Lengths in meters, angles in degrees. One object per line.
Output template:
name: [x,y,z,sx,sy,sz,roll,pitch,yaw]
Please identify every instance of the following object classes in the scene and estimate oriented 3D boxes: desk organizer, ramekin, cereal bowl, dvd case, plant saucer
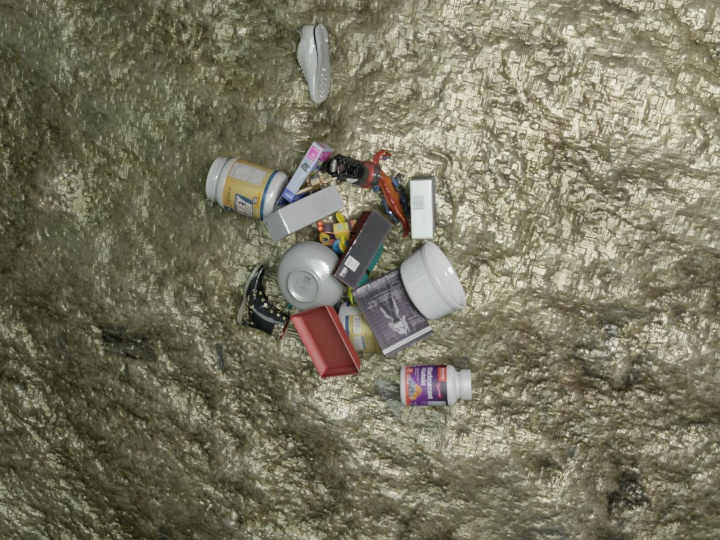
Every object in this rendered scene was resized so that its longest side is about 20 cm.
desk organizer: [-0.004,-0.057,1.570,0.071,0.077,0.202,34,82,-21]
ramekin: [0.190,0.032,1.583,0.097,0.200,0.202,-30,95,21]
cereal bowl: [-0.142,0.028,1.614,0.196,0.083,0.204,6,111,15]
dvd case: [0.083,0.109,1.562,0.147,0.016,0.202,-25,73,-14]
plant saucer: [-0.089,0.188,1.603,0.199,0.036,0.202,-19,99,54]

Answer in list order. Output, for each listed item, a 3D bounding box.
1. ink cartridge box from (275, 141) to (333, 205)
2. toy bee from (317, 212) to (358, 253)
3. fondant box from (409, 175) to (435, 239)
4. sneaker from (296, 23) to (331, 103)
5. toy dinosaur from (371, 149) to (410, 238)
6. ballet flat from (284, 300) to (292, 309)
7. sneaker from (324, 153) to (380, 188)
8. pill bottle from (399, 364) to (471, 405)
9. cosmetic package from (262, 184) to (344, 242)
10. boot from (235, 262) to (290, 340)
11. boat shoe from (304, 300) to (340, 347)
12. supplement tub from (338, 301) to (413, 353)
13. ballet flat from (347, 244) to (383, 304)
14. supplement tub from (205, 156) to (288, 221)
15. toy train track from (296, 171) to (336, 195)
ink cartridge box: [-0.151,-0.255,1.622,0.042,0.119,0.201,37,105,3]
toy bee: [-0.070,-0.095,1.636,0.198,0.109,0.132,-34,52,-1]
fondant box: [0.165,-0.168,1.541,0.057,0.200,0.147,-1,102,11]
sneaker: [-0.128,-0.550,1.592,0.079,0.076,0.204,2,97,21]
toy dinosaur: [0.087,-0.221,1.578,0.104,0.201,0.183,-29,127,-1]
ballet flat: [-0.156,0.027,1.716,0.199,0.068,0.068,-40,73,10]
sneaker: [-0.026,-0.262,1.558,0.096,0.199,0.072,6,102,-35]
pill bottle: [0.213,0.324,1.677,0.196,0.111,0.114,-3,101,10]
cosmetic package: [-0.151,-0.154,1.594,0.101,0.198,0.072,-18,99,55]
boot: [-0.270,0.094,1.736,0.151,0.074,0.207,24,112,7]
boat shoe: [-0.109,0.125,1.705,0.070,0.091,0.204,18,104,6]
supplement tub: [0.046,0.154,1.648,0.196,0.145,0.148,-4,101,11]
ballet flat: [0.000,0.000,1.641,0.066,0.067,0.203,13,67,28]
supplement tub: [-0.311,-0.226,1.644,0.196,0.145,0.147,18,104,6]
toy train track: [-0.122,-0.231,1.582,0.113,0.200,0.033,-22,91,-3]
